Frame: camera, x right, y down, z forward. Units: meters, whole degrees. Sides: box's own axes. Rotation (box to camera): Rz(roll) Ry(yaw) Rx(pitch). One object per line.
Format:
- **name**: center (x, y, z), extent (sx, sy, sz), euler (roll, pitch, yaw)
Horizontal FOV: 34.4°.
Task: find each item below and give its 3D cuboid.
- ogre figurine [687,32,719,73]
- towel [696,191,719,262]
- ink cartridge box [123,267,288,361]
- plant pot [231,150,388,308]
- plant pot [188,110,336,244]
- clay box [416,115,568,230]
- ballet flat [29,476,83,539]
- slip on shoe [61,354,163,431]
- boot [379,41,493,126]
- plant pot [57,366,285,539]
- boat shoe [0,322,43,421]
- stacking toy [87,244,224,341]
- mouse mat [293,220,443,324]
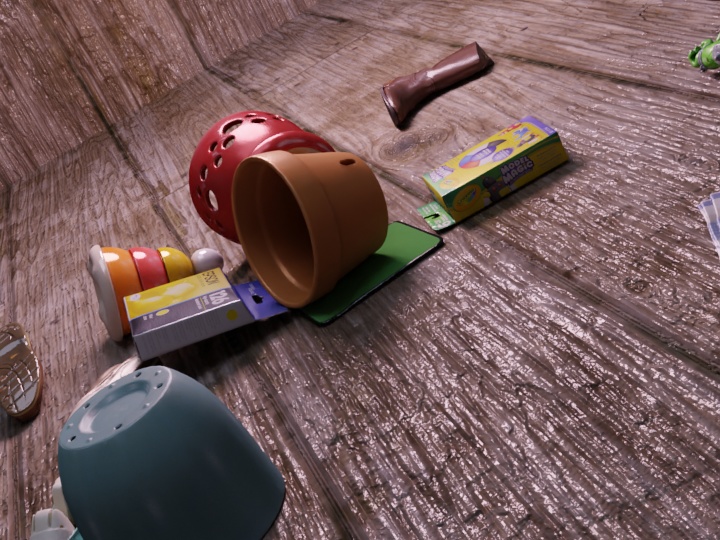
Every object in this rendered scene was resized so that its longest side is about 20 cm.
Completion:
- **ogre figurine**: center (0.505, -0.305, 1.453), extent (0.198, 0.099, 0.120), euler (-7, 16, 20)
- **towel**: center (0.404, -0.042, 1.092), extent (0.146, 0.024, 0.200), euler (-20, 25, 16)
- **ink cartridge box**: center (-0.213, 0.046, 1.560), extent (0.198, 0.047, 0.198), euler (-21, 16, -10)
- **plant pot**: center (-0.058, -0.069, 1.505), extent (0.139, 0.202, 0.199), euler (-22, 16, -31)
- **plant pot**: center (-0.132, -0.123, 1.707), extent (0.200, 0.201, 0.182), euler (-35, 29, -15)
- **clay box**: center (0.165, -0.130, 1.550), extent (0.199, 0.048, 0.115), euler (-29, 21, -2)
- **ballet flat**: center (-0.315, 0.267, 1.232), extent (0.067, 0.071, 0.200), euler (-22, 23, 16)
- **slip on shoe**: center (-0.316, 0.167, 1.445), extent (0.060, 0.077, 0.200), euler (-8, 26, 26)
- **boot**: center (0.136, -0.329, 2.022), extent (0.198, 0.065, 0.187), euler (-20, 25, 10)
- **plant pot**: center (-0.198, 0.193, 1.129), extent (0.199, 0.162, 0.201), euler (-25, 22, 11)
- **boat shoe**: center (-0.496, 0.156, 1.713), extent (0.072, 0.068, 0.200), euler (-28, 38, -5)
- **stacking toy**: center (-0.300, 0.015, 1.752), extent (0.198, 0.147, 0.146), euler (-14, 17, -17)
- **mouse mat**: center (0.000, 0.000, 1.522), extent (0.199, 0.008, 0.161), euler (-35, 22, -12)
